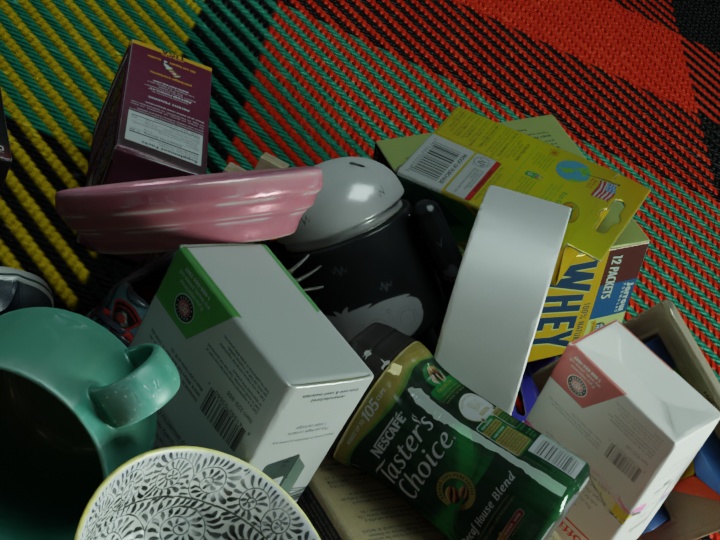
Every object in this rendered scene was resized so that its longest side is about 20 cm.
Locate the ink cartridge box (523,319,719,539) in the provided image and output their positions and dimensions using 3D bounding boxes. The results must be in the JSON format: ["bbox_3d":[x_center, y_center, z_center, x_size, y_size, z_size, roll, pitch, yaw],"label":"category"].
[{"bbox_3d":[0.188,0.153,1.235,0.067,0.200,0.116,-22,57,-41],"label":"ink cartridge box"}]

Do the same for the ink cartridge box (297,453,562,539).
[{"bbox_3d":[0.052,0.213,1.165,0.200,0.075,0.165,1,42,-39],"label":"ink cartridge box"}]

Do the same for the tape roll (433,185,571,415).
[{"bbox_3d":[0.109,0.036,1.233,0.071,0.203,0.202,16,30,6],"label":"tape roll"}]

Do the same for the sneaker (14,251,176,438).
[{"bbox_3d":[-0.189,0.046,1.152,0.079,0.096,0.200,40,58,8],"label":"sneaker"}]

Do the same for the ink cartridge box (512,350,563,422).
[{"bbox_3d":[0.220,0.131,1.455,0.200,0.043,0.198,17,33,-15],"label":"ink cartridge box"}]

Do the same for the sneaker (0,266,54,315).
[{"bbox_3d":[-0.314,0.049,1.110,0.200,0.079,0.079,-4,38,-27],"label":"sneaker"}]

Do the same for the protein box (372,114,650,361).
[{"bbox_3d":[0.131,-0.026,1.472,0.198,0.135,0.200,-11,45,-21],"label":"protein box"}]

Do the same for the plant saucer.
[{"bbox_3d":[-0.127,-0.045,1.152,0.200,0.051,0.201,-5,5,0],"label":"plant saucer"}]

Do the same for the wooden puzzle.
[{"bbox_3d":[0.232,0.141,1.263,0.046,0.200,0.185,-25,82,-36],"label":"wooden puzzle"}]

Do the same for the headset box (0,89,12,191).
[{"bbox_3d":[-0.384,-0.126,1.308,0.149,0.077,0.200,10,36,-27],"label":"headset box"}]

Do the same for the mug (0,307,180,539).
[{"bbox_3d":[-0.200,0.104,1.032,0.185,0.152,0.114,8,26,14],"label":"mug"}]

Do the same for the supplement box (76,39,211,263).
[{"bbox_3d":[-0.195,-0.109,1.403,0.086,0.110,0.200,18,33,-16],"label":"supplement box"}]

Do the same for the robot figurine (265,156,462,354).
[{"bbox_3d":[0.002,-0.001,1.342,0.150,0.200,0.125,-24,15,-11],"label":"robot figurine"}]

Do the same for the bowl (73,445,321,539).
[{"bbox_3d":[-0.116,0.221,0.973,0.201,0.094,0.201,23,51,-30],"label":"bowl"}]

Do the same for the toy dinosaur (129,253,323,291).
[{"bbox_3d":[-0.118,0.066,1.281,0.181,0.105,0.200,43,67,4],"label":"toy dinosaur"}]

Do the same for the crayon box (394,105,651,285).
[{"bbox_3d":[0.143,-0.063,1.375,0.200,0.051,0.127,25,44,18],"label":"crayon box"}]

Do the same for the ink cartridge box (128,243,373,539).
[{"bbox_3d":[-0.101,0.102,1.085,0.084,0.200,0.146,-4,44,-46],"label":"ink cartridge box"}]

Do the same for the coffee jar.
[{"bbox_3d":[0.060,0.130,1.120,0.200,0.104,0.085,35,28,12],"label":"coffee jar"}]

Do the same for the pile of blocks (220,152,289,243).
[{"bbox_3d":[-0.109,-0.056,1.330,0.062,0.200,0.082,28,56,-1],"label":"pile of blocks"}]
